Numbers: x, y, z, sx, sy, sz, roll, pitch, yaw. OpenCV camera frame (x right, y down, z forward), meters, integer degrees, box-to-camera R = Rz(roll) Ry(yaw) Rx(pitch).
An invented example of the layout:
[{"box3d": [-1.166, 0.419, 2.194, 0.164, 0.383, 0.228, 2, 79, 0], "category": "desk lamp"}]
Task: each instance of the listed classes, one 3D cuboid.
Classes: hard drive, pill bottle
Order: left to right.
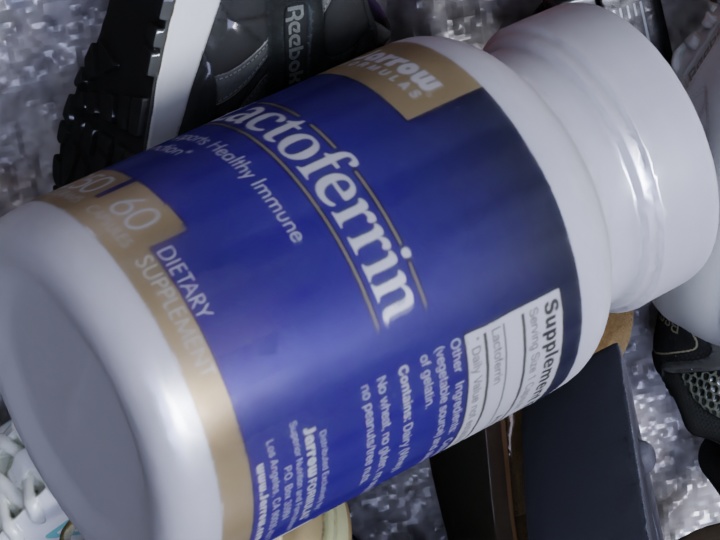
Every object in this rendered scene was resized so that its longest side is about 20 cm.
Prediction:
[{"box3d": [0.000, 0.000, 0.741, 0.200, 0.116, 0.116, -26, 118, -26], "category": "pill bottle"}, {"box3d": [0.084, 0.136, 0.780, 0.042, 0.200, 0.135, -11, 134, 7], "category": "hard drive"}]

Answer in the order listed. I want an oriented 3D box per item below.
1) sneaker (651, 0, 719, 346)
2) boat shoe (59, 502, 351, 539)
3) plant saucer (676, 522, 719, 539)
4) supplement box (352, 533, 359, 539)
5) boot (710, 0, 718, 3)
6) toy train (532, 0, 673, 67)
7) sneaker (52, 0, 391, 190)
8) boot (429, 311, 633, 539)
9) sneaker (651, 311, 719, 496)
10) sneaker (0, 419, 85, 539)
[{"box3d": [0.135, -0.069, 0.788, 0.076, 0.080, 0.200, 5, 112, -39], "category": "sneaker"}, {"box3d": [-0.089, 0.123, 0.783, 0.200, 0.073, 0.063, -39, 123, 16], "category": "boat shoe"}, {"box3d": [0.119, 0.184, 0.853, 0.029, 0.200, 0.200, 17, 107, -24], "category": "plant saucer"}, {"box3d": [-0.021, 0.165, 0.826, 0.109, 0.200, 0.110, -41, 116, 6], "category": "supplement box"}, {"box3d": [0.191, -0.173, 0.801, 0.155, 0.077, 0.200, -5, 116, -10], "category": "boot"}, {"box3d": [0.065, -0.131, 0.794, 0.046, 0.034, 0.200, -20, 116, -8], "category": "toy train"}, {"box3d": [-0.036, -0.058, 0.789, 0.087, 0.076, 0.200, 4, 127, -24], "category": "sneaker"}, {"box3d": [0.062, 0.047, 0.873, 0.075, 0.074, 0.200, -13, 113, -17], "category": "boot"}, {"box3d": [0.193, 0.043, 0.898, 0.199, 0.076, 0.114, 12, 111, -15], "category": "sneaker"}, {"box3d": [-0.096, 0.063, 0.824, 0.200, 0.070, 0.080, -32, 157, -3], "category": "sneaker"}]
